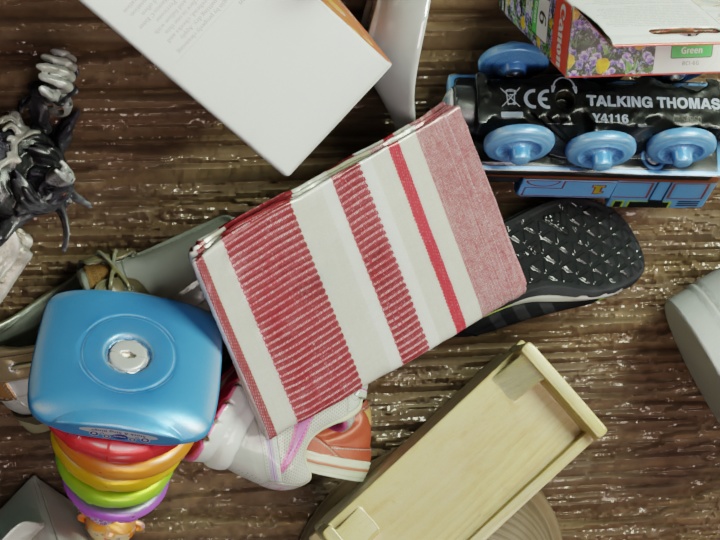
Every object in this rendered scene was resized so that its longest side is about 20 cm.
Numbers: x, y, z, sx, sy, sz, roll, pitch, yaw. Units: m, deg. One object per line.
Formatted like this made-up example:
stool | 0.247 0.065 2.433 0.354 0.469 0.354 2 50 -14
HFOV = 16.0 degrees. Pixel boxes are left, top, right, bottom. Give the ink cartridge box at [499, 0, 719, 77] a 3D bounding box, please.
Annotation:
ink cartridge box | 0.168 -0.154 1.595 0.108 0.200 0.051 -3 115 -15

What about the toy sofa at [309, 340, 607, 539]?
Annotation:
toy sofa | 0.065 0.143 1.731 0.200 0.098 0.083 -42 90 -9

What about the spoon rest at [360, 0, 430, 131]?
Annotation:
spoon rest | 0.019 -0.114 1.638 0.060 0.100 0.201 15 120 -9

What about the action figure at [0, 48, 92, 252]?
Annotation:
action figure | -0.229 -0.087 1.559 0.200 0.102 0.119 40 70 -24

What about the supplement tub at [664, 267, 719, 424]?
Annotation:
supplement tub | 0.325 0.029 1.771 0.199 0.132 0.132 -28 119 -1

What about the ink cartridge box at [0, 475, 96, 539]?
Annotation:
ink cartridge box | -0.196 0.245 1.716 0.129 0.125 0.200 -46 119 7

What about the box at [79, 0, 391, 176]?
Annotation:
box | -0.095 -0.170 1.551 0.097 0.124 0.200 -46 119 7

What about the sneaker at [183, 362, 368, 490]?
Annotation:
sneaker | -0.033 0.060 1.673 0.088 0.081 0.201 36 73 -15

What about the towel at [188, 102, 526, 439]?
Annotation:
towel | 0.000 0.000 1.610 0.199 0.023 0.145 -29 117 -15

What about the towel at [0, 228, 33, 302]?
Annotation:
towel | -0.316 -0.012 1.611 0.199 0.035 0.133 28 103 -26

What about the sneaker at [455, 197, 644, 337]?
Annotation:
sneaker | 0.096 0.003 1.735 0.199 0.083 0.072 -9 75 -29

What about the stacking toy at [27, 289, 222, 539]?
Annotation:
stacking toy | -0.155 0.115 1.630 0.115 0.110 0.201 8 139 -4

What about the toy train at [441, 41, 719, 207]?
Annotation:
toy train | 0.147 -0.091 1.672 0.199 0.087 0.114 0 157 -7

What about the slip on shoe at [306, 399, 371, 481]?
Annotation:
slip on shoe | -0.081 0.093 1.718 0.199 0.074 0.062 15 87 -22

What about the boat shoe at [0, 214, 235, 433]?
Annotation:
boat shoe | -0.156 0.024 1.653 0.200 0.075 0.068 -37 125 3

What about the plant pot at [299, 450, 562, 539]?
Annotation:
plant pot | 0.057 0.229 1.806 0.200 0.093 0.202 -7 115 -14
